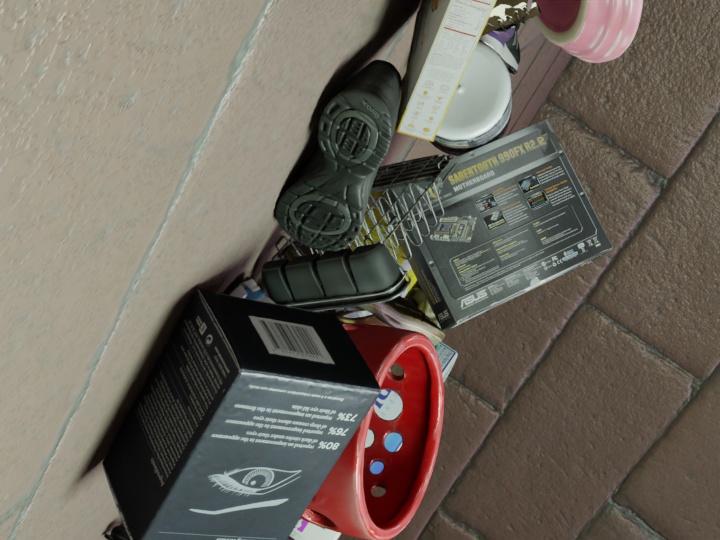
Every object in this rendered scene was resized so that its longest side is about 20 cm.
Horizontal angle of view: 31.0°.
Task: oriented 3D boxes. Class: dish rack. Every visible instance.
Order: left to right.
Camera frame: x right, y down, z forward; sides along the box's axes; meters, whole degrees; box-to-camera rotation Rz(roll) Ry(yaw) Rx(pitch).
[{"bbox_3d":[0.006,-0.040,1.223,0.153,0.055,0.200,-7,-150,36],"label":"dish rack"}]

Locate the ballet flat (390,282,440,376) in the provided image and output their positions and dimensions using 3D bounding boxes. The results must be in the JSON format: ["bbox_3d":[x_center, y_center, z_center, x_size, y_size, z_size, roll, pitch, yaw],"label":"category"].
[{"bbox_3d":[0.057,0.065,1.452,0.070,0.069,0.200,-59,-179,28],"label":"ballet flat"}]

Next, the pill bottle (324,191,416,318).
[{"bbox_3d":[0.000,0.000,1.430,0.200,0.114,0.114,-51,172,-35],"label":"pill bottle"}]

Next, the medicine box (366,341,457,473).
[{"bbox_3d":[-0.019,0.128,1.539,0.103,0.200,0.183,-47,169,-53],"label":"medicine box"}]

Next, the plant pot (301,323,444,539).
[{"bbox_3d":[-0.036,0.143,1.258,0.200,0.182,0.202,10,90,-66],"label":"plant pot"}]

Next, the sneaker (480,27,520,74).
[{"bbox_3d":[0.155,-0.274,1.421,0.088,0.075,0.200,-63,173,6],"label":"sneaker"}]

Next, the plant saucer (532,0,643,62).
[{"bbox_3d":[0.210,-0.304,1.295,0.051,0.201,0.201,-15,160,-15],"label":"plant saucer"}]

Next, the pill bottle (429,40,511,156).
[{"bbox_3d":[0.109,-0.178,1.388,0.106,0.106,0.200,-56,174,2],"label":"pill bottle"}]

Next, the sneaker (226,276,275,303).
[{"bbox_3d":[-0.127,0.110,1.169,0.200,0.086,0.075,-55,175,5],"label":"sneaker"}]

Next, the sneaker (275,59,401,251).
[{"bbox_3d":[-0.009,-0.094,1.107,0.200,0.076,0.091,-57,-175,46],"label":"sneaker"}]

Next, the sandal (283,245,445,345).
[{"bbox_3d":[0.001,0.039,1.321,0.054,0.200,0.080,-54,-147,11],"label":"sandal"}]

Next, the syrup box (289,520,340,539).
[{"bbox_3d":[-0.094,0.235,1.519,0.081,0.200,0.079,-47,170,-53],"label":"syrup box"}]

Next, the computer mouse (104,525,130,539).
[{"bbox_3d":[-0.202,0.317,1.414,0.046,0.140,0.200,-61,176,-20],"label":"computer mouse"}]

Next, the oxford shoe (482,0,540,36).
[{"bbox_3d":[0.126,-0.253,1.245,0.200,0.084,0.073,-56,175,12],"label":"oxford shoe"}]

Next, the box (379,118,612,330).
[{"bbox_3d":[0.142,-0.049,1.362,0.199,0.159,0.048,-25,173,-18],"label":"box"}]

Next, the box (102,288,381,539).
[{"bbox_3d":[-0.102,0.132,1.084,0.148,0.104,0.200,13,120,-38],"label":"box"}]

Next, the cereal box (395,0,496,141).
[{"bbox_3d":[0.078,-0.220,1.044,0.200,0.039,0.144,113,-9,-55],"label":"cereal box"}]
